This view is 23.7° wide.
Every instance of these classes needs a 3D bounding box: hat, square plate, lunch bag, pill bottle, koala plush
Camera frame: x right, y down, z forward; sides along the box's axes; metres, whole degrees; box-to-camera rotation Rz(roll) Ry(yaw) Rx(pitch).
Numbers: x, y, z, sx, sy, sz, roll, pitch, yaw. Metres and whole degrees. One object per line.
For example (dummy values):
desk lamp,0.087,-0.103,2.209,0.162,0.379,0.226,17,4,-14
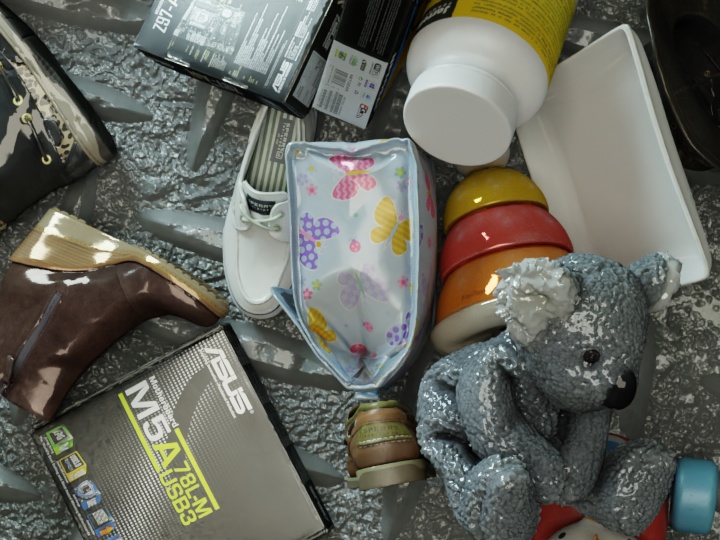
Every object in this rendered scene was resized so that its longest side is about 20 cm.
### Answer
hat,0.265,-0.142,1.363,0.081,0.200,0.201,-27,85,44
square plate,0.197,-0.074,1.349,0.028,0.200,0.198,-17,87,-24
lunch bag,0.000,0.000,1.372,0.127,0.170,0.200,-3,90,8
pill bottle,0.101,-0.182,1.339,0.112,0.113,0.200,16,53,8
koala plush,0.142,0.068,1.238,0.184,0.177,0.200,53,134,42

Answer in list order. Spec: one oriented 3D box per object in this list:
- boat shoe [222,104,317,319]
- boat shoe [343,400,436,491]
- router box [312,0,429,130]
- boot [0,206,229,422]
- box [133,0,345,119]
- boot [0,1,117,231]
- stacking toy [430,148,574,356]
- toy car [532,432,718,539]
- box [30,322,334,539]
boat shoe,-0.081,-0.059,1.436,0.073,0.067,0.200,5,90,8
boat shoe,0.022,0.136,1.357,0.072,0.200,0.068,-10,83,-6
router box,0.030,-0.231,1.334,0.051,0.149,0.200,23,131,3
boot,-0.223,0.054,1.448,0.200,0.072,0.167,24,86,19
box,-0.076,-0.243,1.412,0.160,0.044,0.200,22,85,27
boot,-0.322,-0.134,1.471,0.151,0.073,0.200,-39,90,6
stacking toy,0.115,-0.034,1.393,0.146,0.146,0.200,-12,72,8
toy car,0.183,0.219,1.329,0.184,0.200,0.177,6,90,8
box,-0.152,0.175,1.454,0.193,0.048,0.200,-27,86,9
